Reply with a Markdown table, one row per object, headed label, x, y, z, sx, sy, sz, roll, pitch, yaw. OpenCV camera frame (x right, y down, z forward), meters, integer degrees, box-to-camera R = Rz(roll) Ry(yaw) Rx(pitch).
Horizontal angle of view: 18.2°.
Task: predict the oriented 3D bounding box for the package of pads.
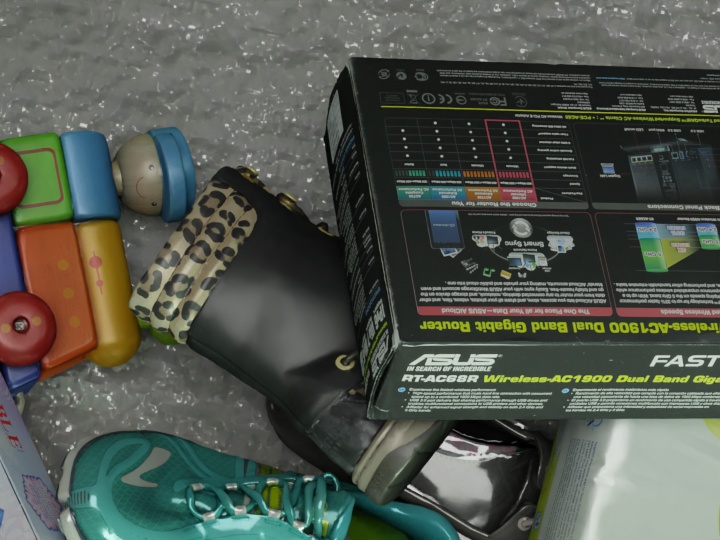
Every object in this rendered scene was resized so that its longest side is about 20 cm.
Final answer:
| label | x | y | z | sx | sy | sz | roll | pitch | yaw |
| --- | --- | --- | --- | --- | --- | --- | --- | --- | --- |
| package of pads | 0.173 | 0.136 | 1.022 | 0.199 | 0.068 | 0.155 | 18 | 81 | -15 |

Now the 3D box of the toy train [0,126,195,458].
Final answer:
| label | x | y | z | sx | sy | sz | roll | pitch | yaw |
| --- | --- | --- | --- | --- | --- | --- | --- | --- | --- |
| toy train | -0.123 | 0.030 | 1.051 | 0.115 | 0.085 | 0.201 | -9 | 80 | -17 |

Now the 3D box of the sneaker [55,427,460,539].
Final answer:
| label | x | y | z | sx | sy | sz | roll | pitch | yaw |
| --- | --- | --- | --- | --- | --- | --- | --- | --- | --- |
| sneaker | -0.043 | 0.107 | 0.993 | 0.199 | 0.080 | 0.078 | 16 | 61 | -36 |

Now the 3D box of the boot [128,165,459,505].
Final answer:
| label | x | y | z | sx | sy | sz | roll | pitch | yaw |
| --- | --- | --- | --- | --- | --- | --- | --- | --- | --- |
| boot | 0.000 | 0.000 | 1.028 | 0.150 | 0.073 | 0.200 | 32 | 51 | 6 |

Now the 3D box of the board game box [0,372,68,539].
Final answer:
| label | x | y | z | sx | sy | sz | roll | pitch | yaw |
| --- | --- | --- | --- | --- | --- | --- | --- | --- | --- |
| board game box | -0.246 | 0.092 | 0.997 | 0.200 | 0.041 | 0.200 | -33 | 68 | 13 |

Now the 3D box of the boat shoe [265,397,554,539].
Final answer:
| label | x | y | z | sx | sy | sz | roll | pitch | yaw |
| --- | --- | --- | --- | --- | --- | --- | --- | --- | --- |
| boat shoe | 0.047 | 0.095 | 1.051 | 0.199 | 0.057 | 0.067 | 24 | 80 | 2 |

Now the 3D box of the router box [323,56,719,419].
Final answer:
| label | x | y | z | sx | sy | sz | roll | pitch | yaw |
| --- | --- | --- | --- | --- | --- | --- | --- | --- | --- |
| router box | 0.092 | -0.014 | 0.975 | 0.199 | 0.062 | 0.150 | 1 | 55 | -14 |
